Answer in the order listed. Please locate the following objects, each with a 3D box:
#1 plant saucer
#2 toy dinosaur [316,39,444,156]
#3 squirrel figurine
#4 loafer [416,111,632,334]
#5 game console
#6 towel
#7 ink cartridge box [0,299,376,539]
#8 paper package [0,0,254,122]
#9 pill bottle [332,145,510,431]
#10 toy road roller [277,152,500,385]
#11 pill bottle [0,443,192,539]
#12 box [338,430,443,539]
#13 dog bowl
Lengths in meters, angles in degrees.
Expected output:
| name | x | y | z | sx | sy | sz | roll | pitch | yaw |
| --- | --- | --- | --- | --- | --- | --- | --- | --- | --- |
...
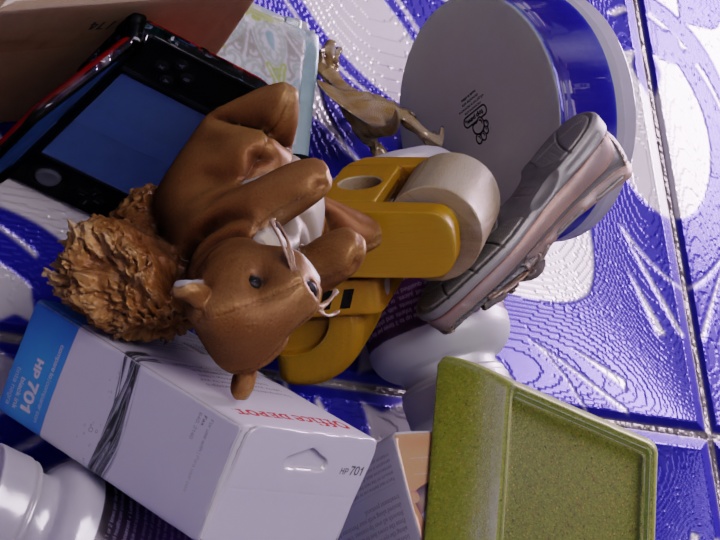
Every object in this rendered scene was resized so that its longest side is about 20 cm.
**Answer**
| name | x | y | z | sx | sy | sz | roll | pitch | yaw |
| --- | --- | --- | --- | --- | --- | --- | --- | --- | --- |
| plant saucer | 0.141 | 0.171 | 1.697 | 0.199 | 0.048 | 0.201 | 24 | 54 | -27 |
| toy dinosaur | 0.010 | -0.114 | 1.843 | 0.101 | 0.058 | 0.200 | 33 | 9 | -28 |
| squirrel figurine | -0.095 | 0.002 | 1.531 | 0.187 | 0.199 | 0.142 | -86 | 157 | -52 |
| loafer | 0.124 | -0.024 | 1.734 | 0.063 | 0.072 | 0.200 | 45 | 77 | -20 |
| game console | -0.182 | -0.069 | 1.602 | 0.172 | 0.200 | 0.119 | 26 | 51 | -26 |
| towel | -0.117 | -0.127 | 1.794 | 0.171 | 0.048 | 0.201 | 21 | 57 | -25 |
| ink cartridge box | -0.113 | 0.100 | 1.555 | 0.146 | 0.200 | 0.086 | 13 | 103 | -53 |
| paper package | -0.191 | -0.187 | 1.630 | 0.199 | 0.191 | 0.104 | -8 | 71 | -27 |
| pill bottle | 0.048 | 0.017 | 1.804 | 0.112 | 0.112 | 0.201 | -4 | 71 | -39 |
| toy road roller | 0.000 | 0.000 | 1.701 | 0.123 | 0.199 | 0.147 | -57 | 143 | -65 |
| pill bottle | -0.167 | 0.191 | 1.548 | 0.199 | 0.111 | 0.112 | 30 | 53 | -23 |
| box | 0.076 | 0.223 | 1.725 | 0.152 | 0.106 | 0.201 | -2 | 69 | -39 |
| dog bowl | 0.120 | -0.120 | 1.869 | 0.079 | 0.200 | 0.201 | -6 | 72 | -37 |
